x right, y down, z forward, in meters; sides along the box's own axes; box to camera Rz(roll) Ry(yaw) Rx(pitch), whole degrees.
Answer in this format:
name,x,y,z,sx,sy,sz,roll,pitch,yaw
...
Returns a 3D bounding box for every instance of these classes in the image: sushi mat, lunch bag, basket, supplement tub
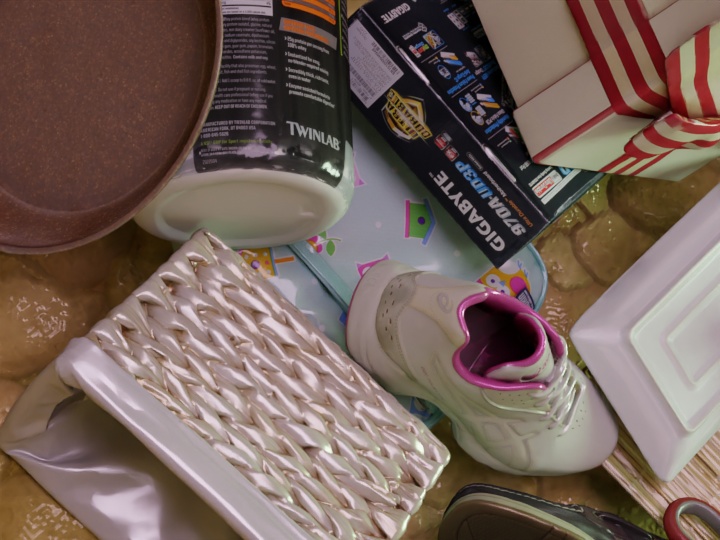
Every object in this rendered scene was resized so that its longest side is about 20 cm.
name,x,y,z,sx,sy,sz,roll,pitch,yaw
sushi mat,0.210,0.124,1.355,0.096,0.012,0.200,-41,80,-19
lunch bag,0.000,0.000,1.341,0.200,0.077,0.160,46,61,0
basket,-0.069,0.095,1.250,0.200,0.136,0.123,43,58,-2
supplement tub,-0.066,-0.122,1.256,0.122,0.123,0.201,5,68,-19

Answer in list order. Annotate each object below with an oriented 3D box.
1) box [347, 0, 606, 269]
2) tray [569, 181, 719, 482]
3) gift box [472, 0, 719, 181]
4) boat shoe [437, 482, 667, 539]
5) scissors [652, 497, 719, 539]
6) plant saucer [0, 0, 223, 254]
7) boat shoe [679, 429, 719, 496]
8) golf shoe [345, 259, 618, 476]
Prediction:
name,x,y,z,sx,sy,sz,roll,pitch,yaw
box,0.077,-0.103,1.375,0.159,0.046,0.200,49,31,1
tray,0.208,0.021,1.360,0.200,0.022,0.108,-41,104,-33
gift box,0.180,-0.158,1.324,0.184,0.200,0.188,-1,64,-49
boat shoe,0.130,0.168,1.339,0.200,0.072,0.066,26,30,-16
scissors,0.245,0.189,1.314,0.199,0.014,0.073,28,45,-1
plant saucer,-0.147,-0.104,1.195,0.037,0.199,0.202,21,55,-61
boat shoe,0.234,0.108,1.405,0.199,0.062,0.075,6,71,-7
golf shoe,0.082,0.060,1.266,0.200,0.091,0.076,31,70,-37
